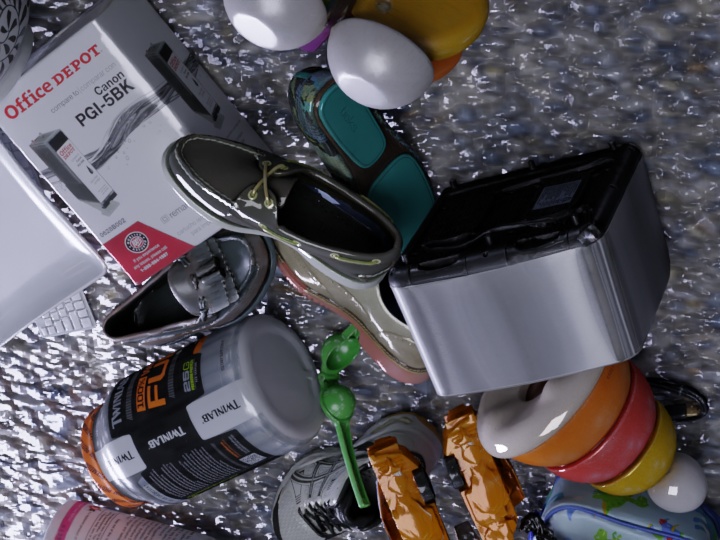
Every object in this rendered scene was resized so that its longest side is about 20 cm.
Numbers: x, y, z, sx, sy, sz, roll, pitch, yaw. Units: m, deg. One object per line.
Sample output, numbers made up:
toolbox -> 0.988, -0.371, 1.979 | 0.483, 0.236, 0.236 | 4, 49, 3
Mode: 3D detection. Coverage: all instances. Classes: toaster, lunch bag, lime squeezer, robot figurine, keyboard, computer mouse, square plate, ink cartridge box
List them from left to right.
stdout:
square plate -> -0.339, -0.038, 1.815 | 0.200, 0.028, 0.198 | -32, 103, 36
keyboard -> -0.290, -0.031, 1.824 | 0.056, 0.011, 0.201 | -8, 116, 22
ink cartridge box -> -0.188, -0.111, 1.700 | 0.147, 0.083, 0.200 | -32, 105, 31
lime squeezer -> -0.005, 0.097, 1.769 | 0.070, 0.038, 0.201 | 9, 93, 28
robot figurine -> 0.088, 0.220, 1.732 | 0.144, 0.058, 0.201 | -22, 102, 4
toaster -> 0.133, -0.001, 1.591 | 0.180, 0.200, 0.119 | -14, 110, 24
computer mouse -> 0.194, 0.128, 1.743 | 0.199, 0.034, 0.059 | -12, 114, 23
lunch bag -> 0.216, 0.270, 1.789 | 0.160, 0.083, 0.201 | 15, 123, 8

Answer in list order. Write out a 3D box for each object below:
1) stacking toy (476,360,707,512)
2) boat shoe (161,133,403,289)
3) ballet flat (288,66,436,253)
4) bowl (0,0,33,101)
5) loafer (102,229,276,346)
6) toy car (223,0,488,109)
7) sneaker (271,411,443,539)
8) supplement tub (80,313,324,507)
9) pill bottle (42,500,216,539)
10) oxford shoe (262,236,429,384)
stacking toy -> 0.206, 0.137, 1.677 | 0.200, 0.146, 0.146 | 39, 124, -19
boat shoe -> -0.059, -0.055, 1.617 | 0.201, 0.072, 0.060 | 28, 154, -7
ballet flat -> 0.002, -0.090, 1.659 | 0.074, 0.074, 0.200 | -10, 132, 23
bowl -> -0.325, -0.185, 1.662 | 0.200, 0.201, 0.094 | -33, 130, 31
loafer -> -0.146, 0.022, 1.742 | 0.200, 0.063, 0.072 | -32, 75, 47
toy car -> -0.004, -0.212, 1.555 | 0.199, 0.176, 0.150 | 29, 160, 0
sneaker -> -0.016, 0.198, 1.821 | 0.076, 0.088, 0.200 | 43, 124, -12
supplement tub -> -0.140, 0.128, 1.800 | 0.199, 0.123, 0.123 | -27, 108, 28
pill bottle -> -0.193, 0.290, 1.916 | 0.199, 0.113, 0.114 | 13, 122, 11
oxford shoe -> 0.000, 0.000, 1.693 | 0.200, 0.071, 0.074 | 42, 140, 6
